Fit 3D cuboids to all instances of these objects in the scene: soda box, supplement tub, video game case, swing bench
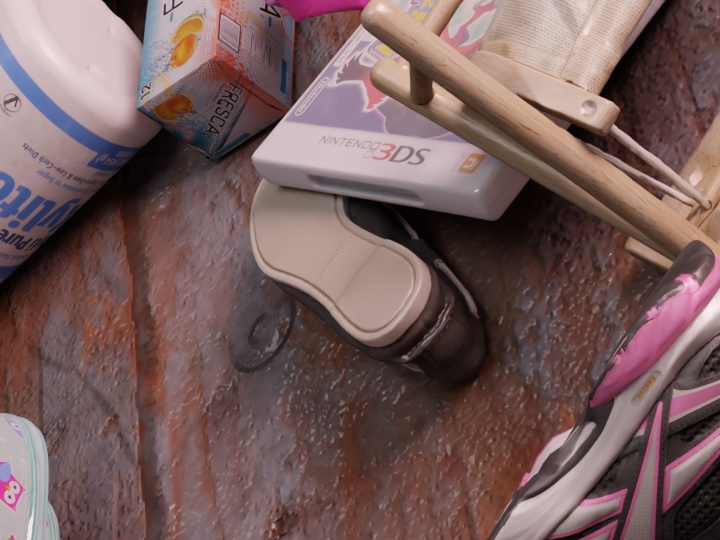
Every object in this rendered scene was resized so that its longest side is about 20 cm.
[{"bbox_3d":[-0.081,-0.166,1.201,0.068,0.063,0.201,-29,43,33],"label":"soda box"},{"bbox_3d":[-0.225,-0.075,1.240,0.200,0.132,0.132,-42,38,20],"label":"supplement tub"},{"bbox_3d":[0.059,-0.112,0.994,0.182,0.023,0.200,12,57,52],"label":"video game case"},{"bbox_3d":[0.135,-0.117,0.835,0.200,0.199,0.130,-56,-6,-3],"label":"swing bench"}]

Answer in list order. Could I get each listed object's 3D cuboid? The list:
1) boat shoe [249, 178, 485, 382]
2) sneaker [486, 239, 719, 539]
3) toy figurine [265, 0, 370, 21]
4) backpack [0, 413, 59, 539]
[{"bbox_3d":[0.000,0.000,0.996,0.067,0.057,0.200,-49,31,4],"label":"boat shoe"},{"bbox_3d":[0.105,0.093,0.775,0.201,0.086,0.080,-59,-7,30],"label":"sneaker"},{"bbox_3d":[-0.021,-0.214,1.103,0.200,0.149,0.185,-42,28,59],"label":"toy figurine"},{"bbox_3d":[-0.239,0.155,1.056,0.200,0.153,0.177,-36,41,40],"label":"backpack"}]
